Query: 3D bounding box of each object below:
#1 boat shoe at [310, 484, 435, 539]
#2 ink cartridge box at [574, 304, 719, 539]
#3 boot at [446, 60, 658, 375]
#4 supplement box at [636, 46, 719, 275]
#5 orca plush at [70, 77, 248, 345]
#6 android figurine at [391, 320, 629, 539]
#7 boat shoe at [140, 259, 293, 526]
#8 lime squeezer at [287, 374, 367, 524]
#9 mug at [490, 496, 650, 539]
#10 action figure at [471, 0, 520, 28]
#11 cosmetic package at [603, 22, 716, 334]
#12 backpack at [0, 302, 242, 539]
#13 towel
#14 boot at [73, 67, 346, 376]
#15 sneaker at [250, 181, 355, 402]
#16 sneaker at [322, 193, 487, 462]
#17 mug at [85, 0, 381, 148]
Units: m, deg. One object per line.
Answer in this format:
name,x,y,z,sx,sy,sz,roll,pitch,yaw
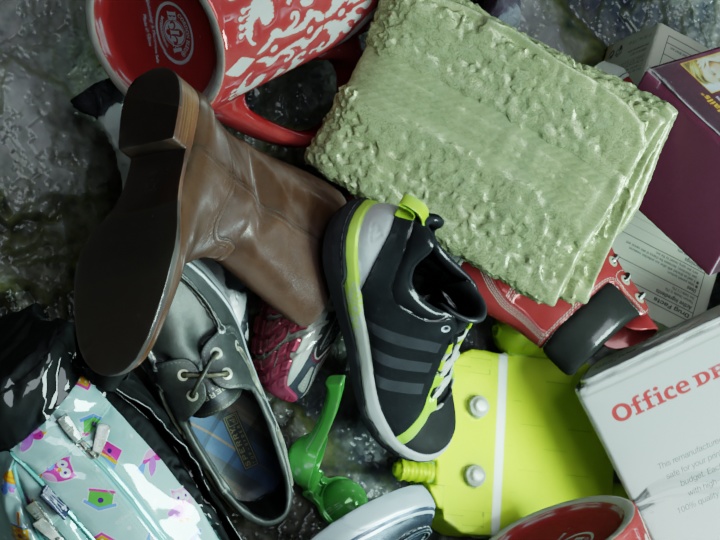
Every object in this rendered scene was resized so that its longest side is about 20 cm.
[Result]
boat shoe,-0.019,0.218,1.359,0.200,0.071,0.091,-34,70,-15
ink cartridge box,0.249,0.125,1.448,0.145,0.085,0.200,-26,93,18
boot,0.153,-0.031,1.452,0.144,0.072,0.200,35,67,6
supplement box,0.262,-0.083,1.441,0.200,0.086,0.110,-19,56,-43
orca plush,-0.119,-0.028,1.408,0.105,0.071,0.200,-34,92,19
android figurine,0.110,0.119,1.492,0.200,0.041,0.183,11,78,-25
boat shoe,-0.089,0.068,1.350,0.069,0.057,0.200,-29,117,-5
lime squeezer,-0.004,0.134,1.425,0.038,0.070,0.200,-84,154,-48
mug,0.154,0.260,1.392,0.133,0.178,0.200,-18,102,12
action figure,0.086,-0.166,1.451,0.069,0.200,0.130,-19,58,-13
cosmetic package,0.200,-0.055,1.543,0.103,0.073,0.200,27,72,-20
backpack,-0.159,0.128,1.311,0.127,0.167,0.200,-38,107,-9
towel,0.079,-0.078,1.377,0.200,0.036,0.149,27,98,2
boot,-0.075,0.003,1.297,0.200,0.064,0.187,39,58,-53
sneaker,0.000,0.000,1.435,0.075,0.081,0.200,39,67,-21
sneaker,0.038,0.041,1.365,0.072,0.083,0.200,-63,144,-43
mug,-0.051,-0.160,1.371,0.200,0.133,0.178,-36,93,-46
